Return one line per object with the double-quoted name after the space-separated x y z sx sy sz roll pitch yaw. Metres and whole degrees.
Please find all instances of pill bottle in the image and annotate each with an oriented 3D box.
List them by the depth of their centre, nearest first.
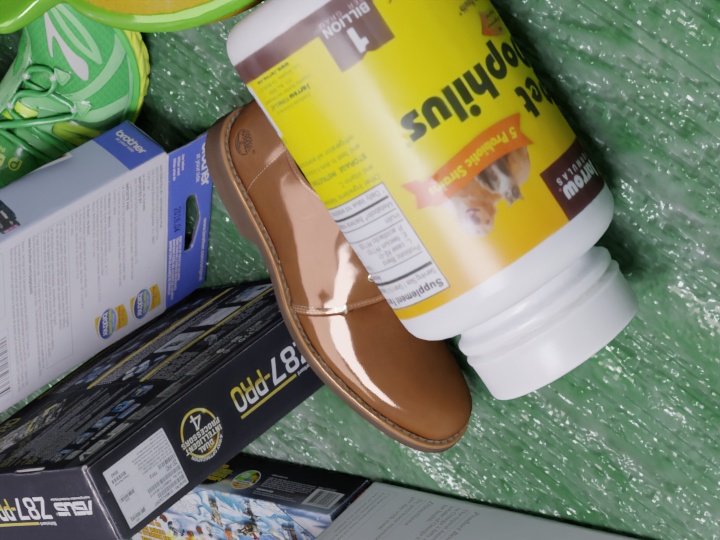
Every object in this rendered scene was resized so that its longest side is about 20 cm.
0.036 -0.047 0.898 0.109 0.109 0.201 -25 101 52 "pill bottle"

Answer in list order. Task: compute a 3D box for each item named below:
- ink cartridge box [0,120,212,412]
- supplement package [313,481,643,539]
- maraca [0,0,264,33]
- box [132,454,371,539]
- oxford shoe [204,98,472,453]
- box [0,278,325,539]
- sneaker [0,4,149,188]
-0.162 0.002 1.074 0.042 0.199 0.120 39 142 30 "ink cartridge box"
0.062 0.203 1.074 0.199 0.117 0.118 8 125 43 "supplement package"
-0.096 -0.168 0.914 0.198 0.138 0.107 -6 158 25 "maraca"
-0.057 0.177 1.239 0.199 0.040 0.138 7 124 43 "box"
0.000 0.000 1.011 0.071 0.071 0.201 -28 98 47 "oxford shoe"
-0.107 0.070 1.069 0.160 0.200 0.049 -8 113 48 "box"
-0.164 -0.080 1.099 0.074 0.083 0.201 33 139 22 "sneaker"
